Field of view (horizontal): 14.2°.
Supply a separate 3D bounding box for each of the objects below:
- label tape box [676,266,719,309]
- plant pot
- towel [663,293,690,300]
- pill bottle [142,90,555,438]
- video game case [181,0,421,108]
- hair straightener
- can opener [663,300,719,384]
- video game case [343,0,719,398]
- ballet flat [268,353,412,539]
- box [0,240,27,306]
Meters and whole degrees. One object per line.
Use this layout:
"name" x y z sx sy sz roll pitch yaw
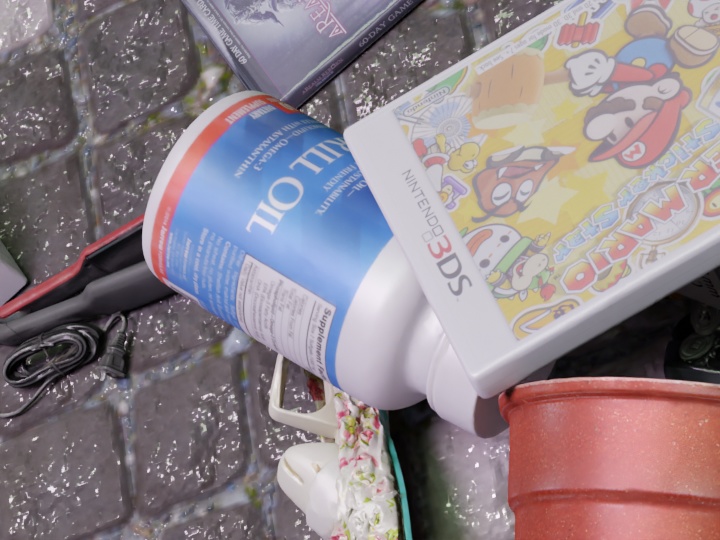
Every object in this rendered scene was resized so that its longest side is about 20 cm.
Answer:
"label tape box" 0.209 -0.045 1.332 0.200 0.063 0.144 23 69 38
"plant pot" 0.149 0.165 1.294 0.201 0.201 0.195 0 75 29
"towel" 0.199 0.007 1.400 0.200 0.086 0.018 -1 86 28
"pill bottle" 0.000 0.000 1.429 0.200 0.112 0.112 29 83 24
"video game case" -0.008 -0.194 1.652 0.200 0.019 0.143 -40 54 5
"hair straightener" -0.158 0.028 1.612 0.200 0.041 0.077 -25 57 16
"can opener" 0.216 0.044 1.342 0.200 0.079 0.063 -6 51 54
"video game case" 0.108 -0.054 1.333 0.200 0.023 0.182 -30 46 4
"ballet flat" -0.014 0.084 1.482 0.064 0.076 0.200 0 52 -10
"box" -0.301 -0.049 1.676 0.097 0.124 0.200 -41 54 6
